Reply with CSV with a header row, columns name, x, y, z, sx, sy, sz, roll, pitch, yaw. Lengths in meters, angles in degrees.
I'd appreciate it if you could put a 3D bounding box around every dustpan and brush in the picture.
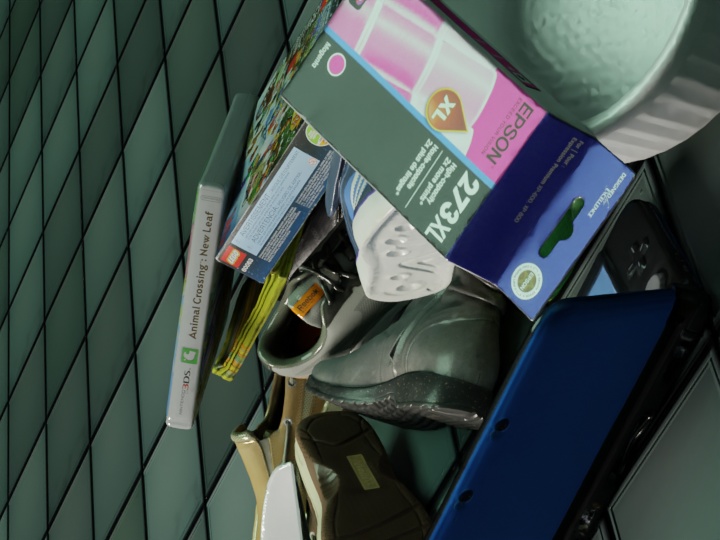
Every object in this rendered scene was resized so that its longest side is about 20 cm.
name,x,y,z,sx,sy,sz,roll,pitch,yaw
dustpan and brush,-0.055,0.236,1.609,0.200,0.057,0.140,81,-178,-57

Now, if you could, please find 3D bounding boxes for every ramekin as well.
name,x,y,z,sx,sy,sz,roll,pitch,yaw
ramekin,0.122,-0.152,1.269,0.200,0.098,0.201,-9,76,37

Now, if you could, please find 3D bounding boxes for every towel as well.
name,x,y,z,sx,sy,sz,roll,pitch,yaw
towel,-0.069,0.006,1.667,0.200,0.018,0.086,122,164,-63

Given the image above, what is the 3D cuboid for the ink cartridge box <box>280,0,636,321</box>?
name,x,y,z,sx,sy,sz,roll,pitch,yaw
ink cartridge box,0.047,-0.071,1.230,0.200,0.037,0.095,45,109,32

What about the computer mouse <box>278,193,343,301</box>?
name,x,y,z,sx,sy,sz,roll,pitch,yaw
computer mouse,-0.009,-0.040,1.682,0.139,0.053,0.200,-62,0,-44

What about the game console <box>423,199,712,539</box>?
name,x,y,z,sx,sy,sz,roll,pitch,yaw
game console,0.090,0.068,1.265,0.171,0.118,0.200,-109,40,-57

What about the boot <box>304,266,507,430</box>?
name,x,y,z,sx,sy,sz,roll,pitch,yaw
boot,0.043,0.032,1.517,0.200,0.070,0.132,-2,71,58

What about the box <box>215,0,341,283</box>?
name,x,y,z,sx,sy,sz,roll,pitch,yaw
box,-0.036,-0.102,1.576,0.137,0.038,0.200,-56,14,33

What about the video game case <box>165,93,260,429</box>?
name,x,y,z,sx,sy,sz,roll,pitch,yaw
video game case,-0.104,-0.011,1.677,0.200,0.022,0.182,-79,-1,-68

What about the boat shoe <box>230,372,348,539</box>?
name,x,y,z,sx,sy,sz,roll,pitch,yaw
boat shoe,-0.058,0.128,1.680,0.072,0.076,0.200,-179,104,-70

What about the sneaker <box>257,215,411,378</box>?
name,x,y,z,sx,sy,sz,roll,pitch,yaw
sneaker,0.000,0.000,1.576,0.074,0.079,0.200,48,121,28

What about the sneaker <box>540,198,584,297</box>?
name,x,y,z,sx,sy,sz,roll,pitch,yaw
sneaker,0.121,-0.079,1.357,0.084,0.074,0.200,-146,73,-73

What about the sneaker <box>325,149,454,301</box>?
name,x,y,z,sx,sy,sz,roll,pitch,yaw
sneaker,0.026,-0.078,1.368,0.200,0.081,0.147,110,154,-70

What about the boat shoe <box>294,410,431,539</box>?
name,x,y,z,sx,sy,sz,roll,pitch,yaw
boat shoe,0.004,0.173,1.512,0.202,0.075,0.075,-108,17,-58
